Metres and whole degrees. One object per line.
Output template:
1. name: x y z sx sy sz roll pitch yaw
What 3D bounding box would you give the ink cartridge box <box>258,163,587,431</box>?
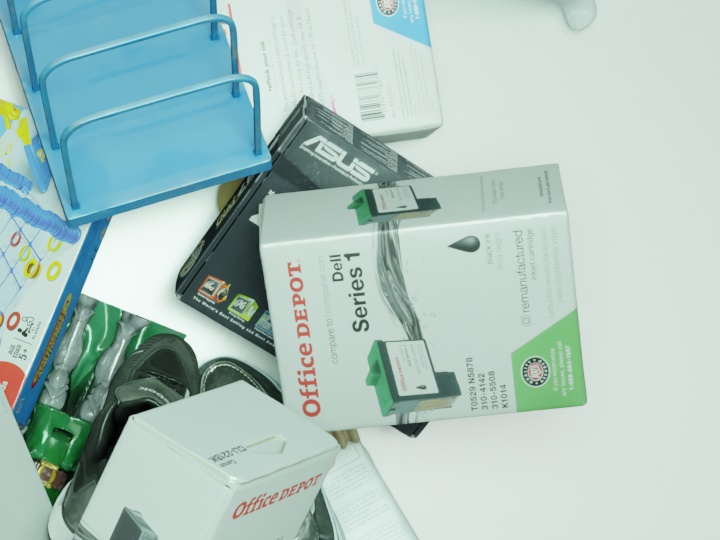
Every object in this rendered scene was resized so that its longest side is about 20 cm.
1. ink cartridge box: 0.039 0.020 1.591 0.200 0.084 0.146 -7 114 3

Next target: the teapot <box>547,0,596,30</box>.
1. teapot: 0.117 -0.297 1.699 0.197 0.146 0.200 40 115 14

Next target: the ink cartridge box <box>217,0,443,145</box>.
1. ink cartridge box: -0.053 -0.138 1.696 0.200 0.068 0.115 -8 87 -11

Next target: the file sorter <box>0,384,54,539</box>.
1. file sorter: -0.284 0.170 1.551 0.139 0.125 0.200 -36 120 -32

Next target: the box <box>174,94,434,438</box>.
1. box: 0.000 0.000 1.655 0.200 0.049 0.161 33 109 -13

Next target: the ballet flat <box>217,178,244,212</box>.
1. ballet flat: -0.001 -0.029 1.703 0.200 0.063 0.069 19 82 -8

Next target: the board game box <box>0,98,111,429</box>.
1. board game box: -0.280 -0.023 1.632 0.196 0.056 0.200 20 83 6

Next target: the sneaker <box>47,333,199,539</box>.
1. sneaker: -0.137 0.099 1.572 0.066 0.091 0.200 28 41 -5

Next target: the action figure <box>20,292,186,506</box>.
1. action figure: -0.207 0.116 1.667 0.118 0.055 0.200 22 88 -11

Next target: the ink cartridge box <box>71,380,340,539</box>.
1. ink cartridge box: -0.112 0.177 1.489 0.084 0.144 0.200 34 109 18

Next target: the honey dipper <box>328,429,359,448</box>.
1. honey dipper: -0.099 0.138 1.678 0.200 0.038 0.038 -22 91 -4

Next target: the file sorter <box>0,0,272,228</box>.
1. file sorter: -0.154 -0.156 1.572 0.139 0.123 0.200 -17 66 -9

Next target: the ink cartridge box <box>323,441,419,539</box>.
1. ink cartridge box: -0.048 0.193 1.703 0.163 0.057 0.200 -28 72 -10

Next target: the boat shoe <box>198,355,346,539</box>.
1. boat shoe: -0.064 0.119 1.616 0.072 0.071 0.200 -30 50 -5
